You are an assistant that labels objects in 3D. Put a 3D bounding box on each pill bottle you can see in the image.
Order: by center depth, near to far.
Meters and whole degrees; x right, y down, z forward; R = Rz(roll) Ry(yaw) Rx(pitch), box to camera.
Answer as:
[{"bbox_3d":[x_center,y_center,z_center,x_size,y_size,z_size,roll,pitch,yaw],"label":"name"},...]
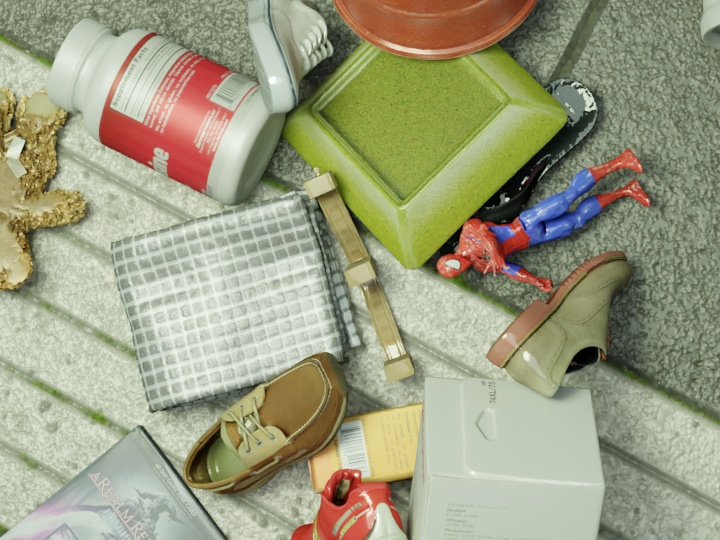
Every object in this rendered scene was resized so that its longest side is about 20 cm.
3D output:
[{"bbox_3d":[-0.176,-0.148,1.720,0.199,0.112,0.113,26,89,8],"label":"pill bottle"}]

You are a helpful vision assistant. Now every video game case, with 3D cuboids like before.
[{"bbox_3d":[-0.236,0.260,1.745,0.200,0.019,0.143,-39,82,4],"label":"video game case"}]

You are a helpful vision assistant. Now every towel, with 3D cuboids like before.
[{"bbox_3d":[-0.113,0.027,1.713,0.198,0.086,0.167,-16,85,5],"label":"towel"}]

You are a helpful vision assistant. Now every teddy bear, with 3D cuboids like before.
[{"bbox_3d":[-0.326,-0.076,1.764,0.144,0.067,0.202,-10,78,-3],"label":"teddy bear"}]

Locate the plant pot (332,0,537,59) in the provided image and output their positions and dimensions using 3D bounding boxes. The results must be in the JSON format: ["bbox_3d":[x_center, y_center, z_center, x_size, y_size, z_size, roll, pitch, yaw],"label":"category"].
[{"bbox_3d":[0.059,-0.319,1.632,0.199,0.196,0.202,-3,62,5],"label":"plant pot"}]

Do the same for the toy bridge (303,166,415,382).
[{"bbox_3d":[0.000,0.000,1.708,0.027,0.067,0.201,-23,94,5],"label":"toy bridge"}]

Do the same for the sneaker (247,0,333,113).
[{"bbox_3d":[-0.060,-0.200,1.677,0.070,0.200,0.074,-11,120,0],"label":"sneaker"}]

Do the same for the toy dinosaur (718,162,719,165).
[{"bbox_3d":[0.379,-0.090,1.675,0.106,0.060,0.201,-27,83,3],"label":"toy dinosaur"}]

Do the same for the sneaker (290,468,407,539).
[{"bbox_3d":[-0.010,0.213,1.637,0.076,0.200,0.086,-9,84,-23],"label":"sneaker"}]

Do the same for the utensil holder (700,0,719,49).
[{"bbox_3d":[0.373,-0.303,1.639,0.168,0.170,0.202,-2,83,7],"label":"utensil holder"}]

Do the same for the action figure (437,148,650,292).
[{"bbox_3d":[0.165,-0.027,1.665,0.199,0.066,0.099,-23,40,-2],"label":"action figure"}]

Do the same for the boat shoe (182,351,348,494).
[{"bbox_3d":[-0.086,0.142,1.658,0.200,0.073,0.076,-46,64,39],"label":"boat shoe"}]

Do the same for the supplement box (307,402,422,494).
[{"bbox_3d":[0.053,0.151,1.694,0.198,0.067,0.069,-9,83,6],"label":"supplement box"}]

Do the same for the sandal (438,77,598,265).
[{"bbox_3d":[0.133,-0.092,1.710,0.075,0.048,0.201,39,91,8],"label":"sandal"}]

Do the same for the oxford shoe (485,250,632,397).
[{"bbox_3d":[0.186,0.049,1.639,0.075,0.071,0.200,44,47,11],"label":"oxford shoe"}]

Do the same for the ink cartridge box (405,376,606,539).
[{"bbox_3d":[0.115,0.213,1.591,0.145,0.147,0.202,4,120,-1],"label":"ink cartridge box"}]

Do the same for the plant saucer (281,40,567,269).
[{"bbox_3d":[0.048,-0.138,1.699,0.200,0.048,0.200,-44,67,2],"label":"plant saucer"}]
